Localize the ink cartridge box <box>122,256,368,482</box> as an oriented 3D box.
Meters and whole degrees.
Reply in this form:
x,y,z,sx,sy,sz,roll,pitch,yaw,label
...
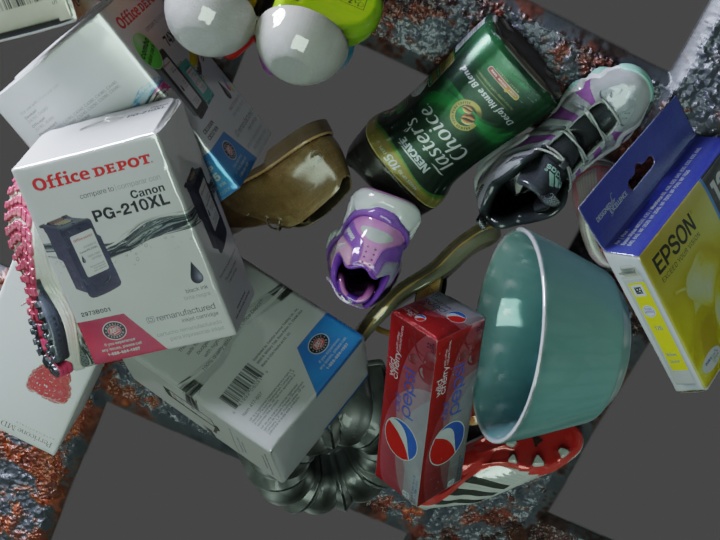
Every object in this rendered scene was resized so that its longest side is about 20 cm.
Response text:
x,y,z,sx,sy,sz,roll,pitch,yaw,label
-0.113,0.084,1.279,0.199,0.146,0.085,32,158,22,ink cartridge box

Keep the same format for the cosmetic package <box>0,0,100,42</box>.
x,y,z,sx,sy,sz,roll,pitch,yaw,label
-0.275,-0.276,1.166,0.103,0.200,0.088,-11,115,16,cosmetic package

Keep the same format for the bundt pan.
x,y,z,sx,sy,sz,roll,pitch,yaw,label
-0.031,0.183,1.369,0.200,0.076,0.203,-10,137,-10,bundt pan

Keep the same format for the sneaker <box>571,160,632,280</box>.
x,y,z,sx,sy,sz,roll,pitch,yaw,label
0.271,-0.007,1.263,0.075,0.105,0.200,-35,106,19,sneaker

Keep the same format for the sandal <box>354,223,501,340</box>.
x,y,z,sx,sy,sz,roll,pitch,yaw,label
0.066,0.026,1.304,0.200,0.080,0.054,-38,86,4,sandal

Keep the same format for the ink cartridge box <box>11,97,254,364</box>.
x,y,z,sx,sy,sz,roll,pitch,yaw,label
-0.198,-0.033,1.171,0.144,0.084,0.201,-12,114,15,ink cartridge box

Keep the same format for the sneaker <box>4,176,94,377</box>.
x,y,z,sx,sy,sz,roll,pitch,yaw,label
-0.285,-0.003,1.251,0.074,0.080,0.202,-19,111,-27,sneaker

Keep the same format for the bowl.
x,y,z,sx,sy,sz,roll,pitch,yaw,label
0.181,0.065,1.229,0.104,0.201,0.202,7,118,-13,bowl

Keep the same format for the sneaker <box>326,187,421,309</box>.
x,y,z,sx,sy,sz,roll,pitch,yaw,label
0.000,0.000,1.275,0.080,0.089,0.200,19,156,-1,sneaker

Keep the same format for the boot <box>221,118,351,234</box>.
x,y,z,sx,sy,sz,roll,pitch,yaw,label
-0.092,-0.062,1.296,0.199,0.073,0.076,-34,82,29,boot

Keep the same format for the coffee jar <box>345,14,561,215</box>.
x,y,z,sx,sy,sz,roll,pitch,yaw,label
0.084,-0.138,1.239,0.200,0.085,0.104,-40,103,24,coffee jar

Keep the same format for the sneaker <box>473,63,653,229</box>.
x,y,z,sx,sy,sz,roll,pitch,yaw,label
0.187,-0.100,1.209,0.078,0.140,0.200,44,115,-13,sneaker

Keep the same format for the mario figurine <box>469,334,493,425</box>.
x,y,z,sx,sy,sz,roll,pitch,yaw,label
0.146,0.094,1.362,0.198,0.106,0.124,-15,77,5,mario figurine

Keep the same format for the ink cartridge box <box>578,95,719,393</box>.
x,y,z,sx,sy,sz,roll,pitch,yaw,label
0.301,-0.029,1.201,0.047,0.198,0.201,-6,121,47,ink cartridge box

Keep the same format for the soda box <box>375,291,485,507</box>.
x,y,z,sx,sy,sz,roll,pitch,yaw,label
0.065,0.125,1.276,0.063,0.070,0.201,32,130,37,soda box

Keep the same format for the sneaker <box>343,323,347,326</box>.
x,y,z,sx,sy,sz,roll,pitch,yaw,label
-0.068,0.134,1.403,0.090,0.075,0.201,21,123,-10,sneaker

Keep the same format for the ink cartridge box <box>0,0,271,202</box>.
x,y,z,sx,sy,sz,roll,pitch,yaw,label
-0.212,-0.145,1.249,0.146,0.147,0.200,-32,108,22,ink cartridge box

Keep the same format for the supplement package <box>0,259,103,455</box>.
x,y,z,sx,sy,sz,roll,pitch,yaw,label
-0.322,0.067,1.384,0.121,0.120,0.201,26,117,-5,supplement package

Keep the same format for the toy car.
x,y,z,sx,sy,sz,roll,pitch,yaw,label
-0.080,-0.241,1.191,0.198,0.176,0.150,17,152,0,toy car

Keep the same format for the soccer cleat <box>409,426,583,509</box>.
x,y,z,sx,sy,sz,roll,pitch,yaw,label
0.142,0.208,1.414,0.199,0.069,0.085,-20,154,0,soccer cleat
